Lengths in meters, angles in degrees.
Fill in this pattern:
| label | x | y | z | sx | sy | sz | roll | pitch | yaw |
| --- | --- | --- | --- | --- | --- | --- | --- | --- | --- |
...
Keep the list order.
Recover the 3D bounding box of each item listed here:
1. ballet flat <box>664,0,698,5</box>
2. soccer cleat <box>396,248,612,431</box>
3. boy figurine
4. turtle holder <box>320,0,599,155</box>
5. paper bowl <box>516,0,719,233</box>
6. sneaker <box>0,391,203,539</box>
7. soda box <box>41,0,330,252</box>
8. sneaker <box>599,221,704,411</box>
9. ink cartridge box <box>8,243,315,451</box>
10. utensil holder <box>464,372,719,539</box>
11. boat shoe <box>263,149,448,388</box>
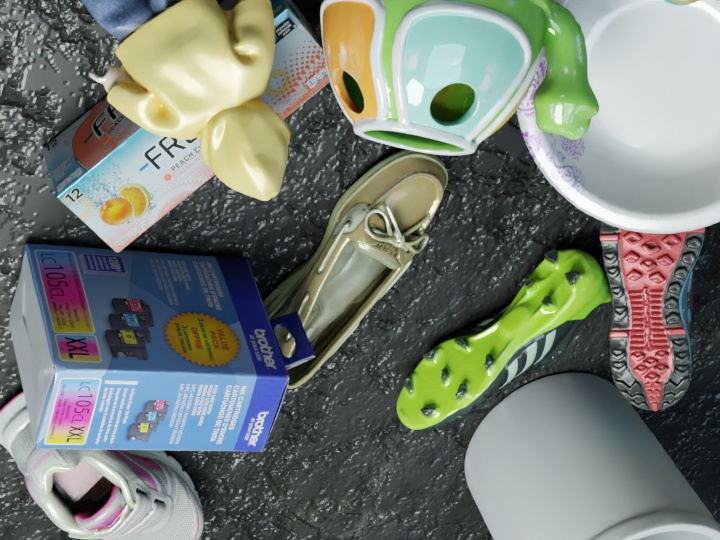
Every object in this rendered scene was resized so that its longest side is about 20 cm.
| label | x | y | z | sx | sy | sz | roll | pitch | yaw |
| --- | --- | --- | --- | --- | --- | --- | --- | --- | --- |
| ballet flat | 0.237 | -0.258 | 1.170 | 0.068 | 0.201 | 0.063 | 27 | 148 | 4 |
| soccer cleat | 0.117 | 0.064 | 1.419 | 0.200 | 0.068 | 0.081 | -41 | 142 | 9 |
| boy figurine | -0.102 | -0.136 | 1.119 | 0.124 | 0.064 | 0.200 | -37 | 96 | 4 |
| turtle holder | 0.057 | -0.142 | 1.164 | 0.185 | 0.140 | 0.133 | 17 | 81 | -52 |
| paper bowl | 0.210 | -0.133 | 1.253 | 0.199 | 0.104 | 0.202 | 2 | 105 | 8 |
| sneaker | -0.192 | 0.172 | 1.352 | 0.081 | 0.088 | 0.200 | -44 | 129 | 12 |
| soda box | -0.115 | -0.106 | 1.199 | 0.200 | 0.064 | 0.068 | -38 | 129 | 6 |
| sneaker | 0.227 | 0.003 | 1.417 | 0.079 | 0.096 | 0.202 | 5 | 103 | 8 |
| ink cartridge box | -0.135 | 0.055 | 1.259 | 0.199 | 0.137 | 0.077 | 5 | 127 | -25 |
| utensil holder | 0.191 | 0.203 | 1.459 | 0.169 | 0.200 | 0.171 | -11 | 128 | -14 |
| boat shoe | -0.002 | -0.001 | 1.321 | 0.073 | 0.063 | 0.201 | 33 | 107 | -37 |
